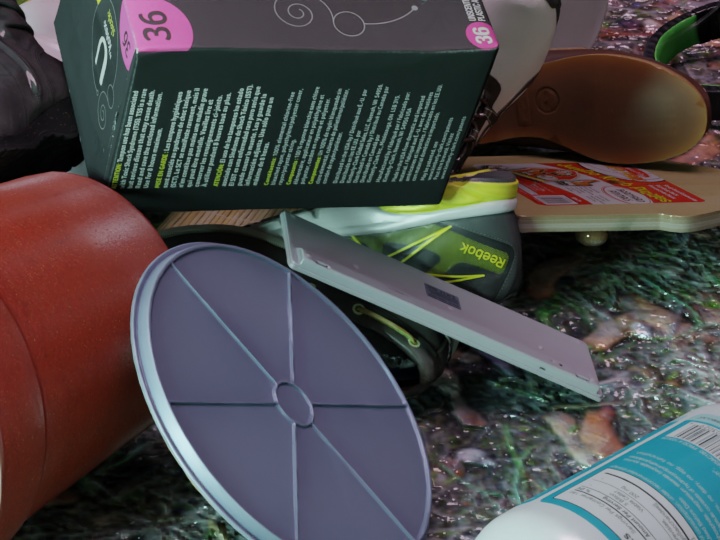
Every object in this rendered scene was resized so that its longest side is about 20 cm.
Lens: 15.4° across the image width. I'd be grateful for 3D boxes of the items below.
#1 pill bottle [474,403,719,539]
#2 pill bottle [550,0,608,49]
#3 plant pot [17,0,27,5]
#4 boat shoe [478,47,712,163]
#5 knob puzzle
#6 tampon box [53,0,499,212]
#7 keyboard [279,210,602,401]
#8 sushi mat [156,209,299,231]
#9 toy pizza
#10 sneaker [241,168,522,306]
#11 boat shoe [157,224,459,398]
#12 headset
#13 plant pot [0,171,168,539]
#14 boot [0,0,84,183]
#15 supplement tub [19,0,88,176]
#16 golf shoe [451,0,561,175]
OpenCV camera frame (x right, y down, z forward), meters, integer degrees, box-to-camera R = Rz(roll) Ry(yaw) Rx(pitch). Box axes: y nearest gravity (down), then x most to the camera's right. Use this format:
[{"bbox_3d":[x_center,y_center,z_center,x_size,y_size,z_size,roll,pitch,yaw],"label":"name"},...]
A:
[{"bbox_3d":[0.123,0.145,1.242,0.199,0.111,0.111,-24,38,-37],"label":"pill bottle"},{"bbox_3d":[0.064,-0.208,1.859,0.199,0.113,0.113,22,35,32],"label":"pill bottle"},{"bbox_3d":[-0.276,-0.235,1.817,0.199,0.185,0.201,1,29,0],"label":"plant pot"},{"bbox_3d":[0.131,-0.111,1.713,0.199,0.071,0.070,7,15,20],"label":"boat shoe"},{"bbox_3d":[0.159,-0.040,1.637,0.218,0.031,0.220,2,13,0],"label":"knob puzzle"},{"bbox_3d":[-0.050,-0.127,1.445,0.199,0.127,0.150,-2,49,-20],"label":"tampon box"},{"bbox_3d":[0.045,0.020,1.459,0.199,0.011,0.056,24,21,-20],"label":"keyboard"},{"bbox_3d":[-0.059,-0.049,1.673,0.095,0.012,0.200,11,31,15],"label":"sushi mat"},{"bbox_3d":[-0.043,0.075,1.342,0.200,0.032,0.201,34,34,-27],"label":"toy pizza"},{"bbox_3d":[0.000,0.000,1.529,0.199,0.085,0.074,-13,1,18],"label":"sneaker"},{"bbox_3d":[-0.047,0.025,1.484,0.200,0.072,0.061,11,27,11],"label":"boat shoe"},{"bbox_3d":[0.288,-0.167,1.816,0.199,0.094,0.124,-18,33,-10],"label":"headset"},{"bbox_3d":[-0.197,0.046,1.338,0.200,0.202,0.195,18,25,27],"label":"plant pot"},{"bbox_3d":[-0.227,-0.100,1.448,0.132,0.070,0.200,51,25,6],"label":"boot"},{"bbox_3d":[-0.149,-0.118,1.655,0.145,0.146,0.200,16,33,24],"label":"supplement tub"},{"bbox_3d":[0.054,-0.092,1.602,0.077,0.200,0.095,28,33,-19],"label":"golf shoe"}]
